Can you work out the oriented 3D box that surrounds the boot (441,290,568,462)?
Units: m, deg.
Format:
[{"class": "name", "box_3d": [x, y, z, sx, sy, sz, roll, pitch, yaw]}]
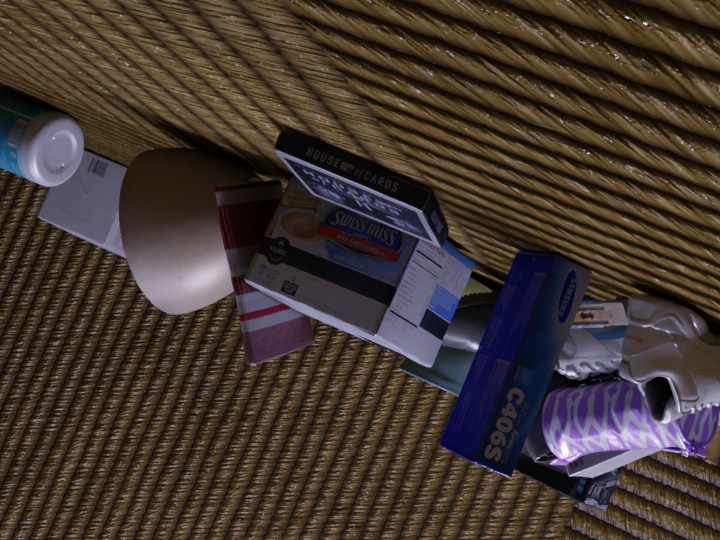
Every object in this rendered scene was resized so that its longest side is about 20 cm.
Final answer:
[{"class": "boot", "box_3d": [0.161, 0.125, 1.528, 0.180, 0.202, 0.073, -10, 161, -27]}]

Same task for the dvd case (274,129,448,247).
[{"class": "dvd case", "box_3d": [0.006, -0.074, 1.275, 0.149, 0.025, 0.200, 23, 176, 11]}]

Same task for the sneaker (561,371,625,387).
[{"class": "sneaker", "box_3d": [0.296, 0.132, 1.570, 0.076, 0.115, 0.199, 35, 170, -18]}]

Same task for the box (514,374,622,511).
[{"class": "box", "box_3d": [0.282, 0.184, 1.715, 0.049, 0.202, 0.157, 23, 179, -36]}]

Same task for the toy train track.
[{"class": "toy train track", "box_3d": [0.211, 0.040, 1.347, 0.032, 0.116, 0.199, -23, -172, -28]}]

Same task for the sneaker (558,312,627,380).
[{"class": "sneaker", "box_3d": [0.252, 0.081, 1.425, 0.198, 0.082, 0.076, 18, 172, 26]}]

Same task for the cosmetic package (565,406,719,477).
[{"class": "cosmetic package", "box_3d": [0.336, 0.184, 1.571, 0.198, 0.051, 0.082, -27, 157, 22]}]

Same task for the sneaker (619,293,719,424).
[{"class": "sneaker", "box_3d": [0.299, 0.097, 1.219, 0.199, 0.100, 0.078, 27, 175, -30]}]

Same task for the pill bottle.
[{"class": "pill bottle", "box_3d": [-0.521, -0.206, 2.026, 0.198, 0.112, 0.111, 22, 176, 30]}]

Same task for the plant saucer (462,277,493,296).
[{"class": "plant saucer", "box_3d": [0.161, 0.056, 1.737, 0.199, 0.031, 0.200, 33, 172, 5]}]

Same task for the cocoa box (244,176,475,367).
[{"class": "cocoa box", "box_3d": [0.000, 0.000, 1.482, 0.198, 0.133, 0.133, 21, 174, 36]}]

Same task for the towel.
[{"class": "towel", "box_3d": [-0.112, -0.001, 1.543, 0.022, 0.203, 0.144, -11, -179, 26]}]

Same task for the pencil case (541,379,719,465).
[{"class": "pencil case", "box_3d": [0.281, 0.157, 1.405, 0.083, 0.087, 0.199, 6, 168, -38]}]

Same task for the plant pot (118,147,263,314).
[{"class": "plant pot", "box_3d": [-0.178, -0.058, 1.605, 0.133, 0.203, 0.200, -10, 160, 24]}]

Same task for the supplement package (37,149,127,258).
[{"class": "supplement package", "box_3d": [-0.484, -0.124, 2.551, 0.150, 0.152, 0.200, 22, 175, 14]}]

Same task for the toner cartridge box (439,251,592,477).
[{"class": "toner cartridge box", "box_3d": [0.143, 0.084, 1.248, 0.043, 0.202, 0.095, 24, 176, -17]}]

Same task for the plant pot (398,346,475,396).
[{"class": "plant pot", "box_3d": [0.180, 0.143, 2.231, 0.198, 0.136, 0.200, 25, 176, 2]}]
